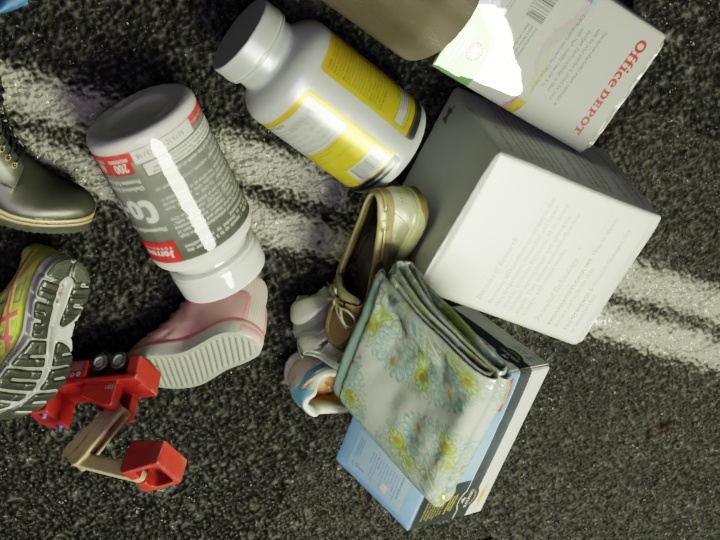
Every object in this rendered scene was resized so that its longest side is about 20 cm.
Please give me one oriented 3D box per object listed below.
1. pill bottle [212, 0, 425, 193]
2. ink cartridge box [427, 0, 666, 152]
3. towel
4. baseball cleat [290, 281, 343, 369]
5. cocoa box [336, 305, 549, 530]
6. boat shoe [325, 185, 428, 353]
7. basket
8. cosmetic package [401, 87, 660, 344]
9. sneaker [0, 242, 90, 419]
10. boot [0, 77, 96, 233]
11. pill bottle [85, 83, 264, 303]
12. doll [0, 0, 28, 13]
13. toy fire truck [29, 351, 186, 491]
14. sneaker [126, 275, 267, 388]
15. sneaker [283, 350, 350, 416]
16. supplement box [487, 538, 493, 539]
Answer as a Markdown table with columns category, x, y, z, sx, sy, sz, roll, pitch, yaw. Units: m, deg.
| category | x | y | z | sx | sy | sz | roll | pitch | yaw |
| --- | --- | --- | --- | --- | --- | --- | --- | --- | --- |
| pill bottle | -0.040 | -0.171 | 1.059 | 0.200 | 0.112 | 0.112 | 35 | 107 | -27 |
| ink cartridge box | 0.179 | -0.231 | 1.088 | 0.199 | 0.088 | 0.146 | 26 | 112 | -22 |
| towel | 0.054 | 0.111 | 1.068 | 0.048 | 0.171 | 0.201 | -17 | 142 | -35 |
| baseball cleat | 0.024 | 0.056 | 1.212 | 0.199 | 0.107 | 0.070 | -13 | 166 | 3 |
| cocoa box | 0.086 | 0.157 | 1.189 | 0.131 | 0.133 | 0.201 | -2 | 122 | -45 |
| boat shoe | 0.002 | 0.001 | 1.110 | 0.063 | 0.073 | 0.201 | -1 | 132 | -38 |
| basket | 0.006 | -0.291 | 0.983 | 0.200 | 0.180 | 0.137 | 33 | 82 | -37 |
| cosmetic package | 0.163 | -0.058 | 1.137 | 0.199 | 0.168 | 0.167 | 19 | 116 | -21 |
| sneaker | -0.347 | 0.062 | 1.141 | 0.078 | 0.090 | 0.201 | 11 | 109 | -50 |
| boot | -0.334 | -0.122 | 1.032 | 0.199 | 0.078 | 0.139 | 17 | 123 | -22 |
| pill bottle | -0.177 | -0.073 | 1.084 | 0.113 | 0.114 | 0.201 | -23 | 121 | 1 |
| doll | -0.338 | -0.288 | 0.961 | 0.136 | 0.049 | 0.200 | 23 | 119 | -32 |
| toy fire truck | -0.271 | 0.159 | 1.145 | 0.199 | 0.142 | 0.049 | -7 | 145 | 22 |
| sneaker | -0.176 | 0.060 | 1.195 | 0.199 | 0.105 | 0.075 | -21 | 137 | 35 |
| sneaker | 0.016 | 0.123 | 1.259 | 0.199 | 0.081 | 0.077 | -12 | 121 | -12 |
| supplement box | 0.167 | 0.486 | 1.491 | 0.130 | 0.103 | 0.201 | -23 | 121 | 1 |
